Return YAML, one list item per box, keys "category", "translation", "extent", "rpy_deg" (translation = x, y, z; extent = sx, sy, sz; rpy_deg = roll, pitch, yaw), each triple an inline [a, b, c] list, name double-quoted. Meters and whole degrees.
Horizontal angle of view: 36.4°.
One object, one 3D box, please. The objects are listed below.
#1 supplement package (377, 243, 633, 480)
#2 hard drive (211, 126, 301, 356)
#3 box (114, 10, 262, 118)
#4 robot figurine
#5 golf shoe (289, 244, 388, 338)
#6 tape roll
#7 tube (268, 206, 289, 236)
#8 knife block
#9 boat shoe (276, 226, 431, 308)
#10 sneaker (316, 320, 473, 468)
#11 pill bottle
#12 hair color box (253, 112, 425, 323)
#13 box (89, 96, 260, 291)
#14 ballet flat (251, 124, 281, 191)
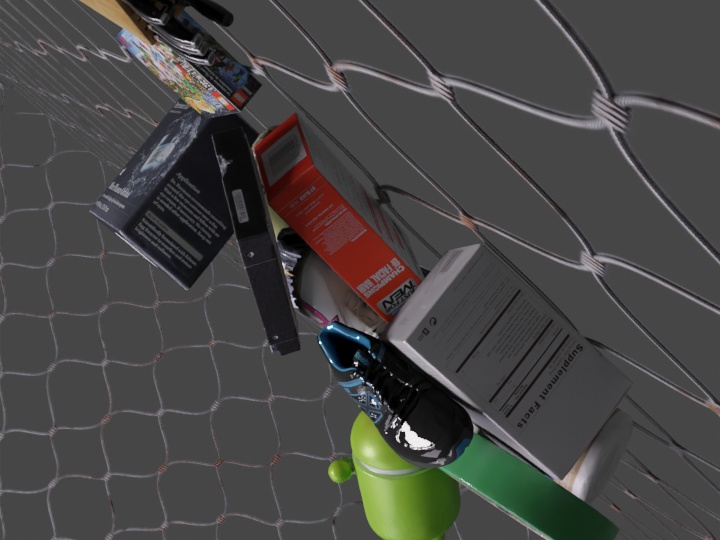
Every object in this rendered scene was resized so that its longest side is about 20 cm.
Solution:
- category: "supplement package"
  translation: [0.136, 0.086, 1.053]
  extent: [0.200, 0.120, 0.121]
  rpy_deg: [41, 171, -8]
- category: "hard drive"
  translation: [-0.101, -0.024, 1.091]
  extent: [0.201, 0.037, 0.141]
  rpy_deg: [81, 173, -53]
- category: "box"
  translation: [-0.186, -0.223, 1.156]
  extent: [0.136, 0.038, 0.200]
  rpy_deg: [43, 172, -17]
- category: "robot figurine"
  translation: [0.053, 0.228, 1.256]
  extent: [0.116, 0.173, 0.202]
  rpy_deg: [-91, -9, -61]
- category: "golf shoe"
  translation: [-0.005, 0.043, 1.166]
  extent: [0.091, 0.073, 0.201]
  rpy_deg: [10, 149, 33]
- category: "tape roll"
  translation: [0.163, 0.227, 1.106]
  extent: [0.199, 0.049, 0.201]
  rpy_deg: [32, 172, 5]
- category: "tube"
  translation: [-0.080, -0.023, 1.411]
  extent: [0.057, 0.052, 0.202]
  rpy_deg: [-4, -123, -37]
- category: "knife block"
  translation: [-0.193, -0.245, 0.974]
  extent: [0.175, 0.064, 0.200]
  rpy_deg: [42, 172, -11]
- category: "boat shoe"
  translation: [0.000, 0.000, 1.236]
  extent: [0.197, 0.071, 0.092]
  rpy_deg: [2, 134, 3]
- category: "sneaker"
  translation: [0.025, 0.116, 1.037]
  extent: [0.199, 0.073, 0.082]
  rpy_deg: [31, 167, 46]
- category: "pill bottle"
  translation: [0.186, 0.159, 1.196]
  extent: [0.199, 0.112, 0.111]
  rpy_deg: [29, 168, 26]
- category: "hair color box"
  translation: [-0.018, -0.051, 1.104]
  extent: [0.200, 0.064, 0.111]
  rpy_deg: [44, -165, -34]
- category: "box"
  translation: [-0.219, -0.103, 1.370]
  extent: [0.117, 0.201, 0.196]
  rpy_deg: [42, 171, -25]
- category: "ballet flat"
  translation: [-0.080, -0.110, 1.206]
  extent: [0.075, 0.068, 0.200]
  rpy_deg: [45, 179, 32]
